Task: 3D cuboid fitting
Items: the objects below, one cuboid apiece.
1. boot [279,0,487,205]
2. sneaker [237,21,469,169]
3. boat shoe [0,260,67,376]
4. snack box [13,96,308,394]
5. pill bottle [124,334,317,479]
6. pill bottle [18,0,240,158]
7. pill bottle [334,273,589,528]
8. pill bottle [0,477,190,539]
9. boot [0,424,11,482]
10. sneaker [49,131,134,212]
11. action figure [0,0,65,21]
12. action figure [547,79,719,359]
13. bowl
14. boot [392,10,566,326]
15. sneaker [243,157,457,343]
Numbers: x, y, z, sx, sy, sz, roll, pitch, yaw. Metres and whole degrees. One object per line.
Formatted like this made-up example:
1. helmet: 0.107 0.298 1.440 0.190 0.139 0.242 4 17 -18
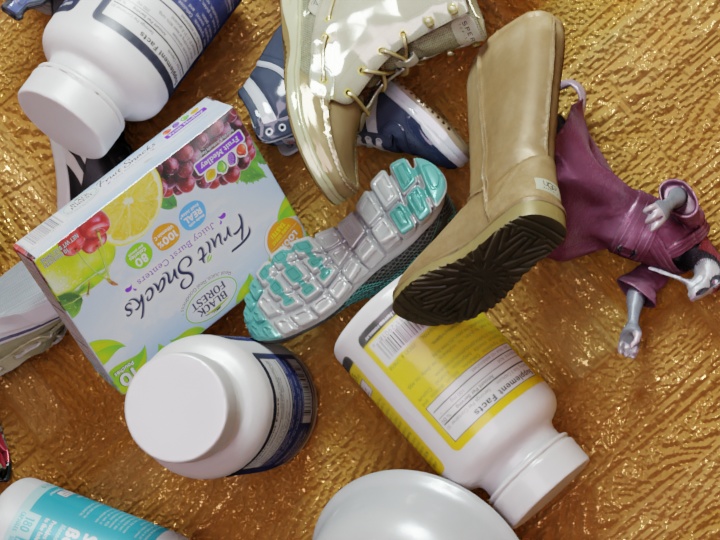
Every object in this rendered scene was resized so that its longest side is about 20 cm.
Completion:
1. boot: 0.022 -0.158 1.606 0.154 0.072 0.201 -13 64 14
2. sneaker: -0.011 -0.117 1.684 0.200 0.070 0.109 40 92 20
3. boat shoe: -0.274 0.037 1.728 0.200 0.062 0.072 -24 40 36
4. snack box: -0.153 -0.020 1.652 0.200 0.053 0.142 -39 121 -15
5. pill bottle: -0.111 0.106 1.633 0.111 0.200 0.112 -1 87 15
6. pill bottle: -0.182 -0.191 1.665 0.111 0.111 0.200 29 69 14
7. pill bottle: 0.082 0.100 1.629 0.111 0.111 0.200 -43 78 9
8. pill bottle: -0.206 0.249 1.697 0.199 0.111 0.111 18 92 15
9. boot: -0.368 0.203 1.763 0.153 0.073 0.204 -15 85 10
10. sneaker: -0.195 -0.092 1.738 0.111 0.073 0.201 -2 95 11
11. action figure: -0.250 -0.294 1.765 0.200 0.105 0.194 -39 84 -18
12. action figure: 0.206 -0.034 1.627 0.199 0.149 0.134 25 125 -3
13. bowl: 0.032 0.261 1.605 0.200 0.090 0.202 10 114 24
14. boot: 0.094 -0.074 1.579 0.175 0.066 0.201 -33 40 35
15. sneaker: 0.000 0.000 1.666 0.200 0.091 0.078 -35 56 9
